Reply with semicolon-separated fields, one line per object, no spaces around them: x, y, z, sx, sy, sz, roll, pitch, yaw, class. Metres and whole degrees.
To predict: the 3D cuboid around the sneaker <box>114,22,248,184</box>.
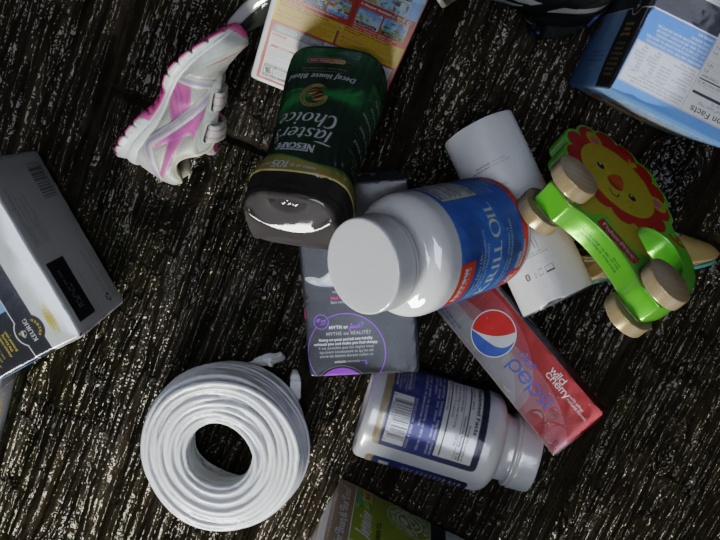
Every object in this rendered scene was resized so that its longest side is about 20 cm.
-0.173;-0.173;0.893;0.088;0.082;0.200;39;118;-11;sneaker

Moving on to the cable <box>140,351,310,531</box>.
-0.157;0.207;0.982;0.196;0.069;0.204;-8;102;6;cable

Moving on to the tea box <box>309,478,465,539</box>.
0.025;0.372;0.938;0.194;0.200;0.135;26;104;-2;tea box

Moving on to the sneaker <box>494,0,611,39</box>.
0.152;-0.273;0.828;0.196;0.112;0.074;8;76;1;sneaker

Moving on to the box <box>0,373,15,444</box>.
-0.525;0.150;1.008;0.197;0.048;0.161;18;104;0;box

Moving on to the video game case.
-0.021;-0.243;0.830;0.141;0.018;0.201;20;141;-7;video game case

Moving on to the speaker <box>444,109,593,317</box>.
0.161;-0.060;0.865;0.080;0.081;0.203;-26;83;10;speaker

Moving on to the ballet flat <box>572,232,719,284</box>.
0.281;-0.021;0.899;0.196;0.069;0.064;-11;97;6;ballet flat

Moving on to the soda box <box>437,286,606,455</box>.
0.171;0.093;0.899;0.070;0.063;0.201;-42;74;12;soda box

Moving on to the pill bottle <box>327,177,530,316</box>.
0.064;-0.021;0.774;0.111;0.198;0.114;12;109;39;pill bottle

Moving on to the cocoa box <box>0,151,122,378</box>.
-0.380;-0.005;0.910;0.130;0.133;0.202;-27;99;10;cocoa box

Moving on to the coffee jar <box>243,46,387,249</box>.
-0.042;-0.117;0.806;0.102;0.086;0.203;7;60;11;coffee jar

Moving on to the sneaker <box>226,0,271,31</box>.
-0.040;-0.270;0.867;0.198;0.071;0.100;-25;112;17;sneaker

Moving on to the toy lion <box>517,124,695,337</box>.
0.256;-0.055;0.828;0.201;0.191;0.069;52;131;11;toy lion

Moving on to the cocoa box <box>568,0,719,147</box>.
0.296;-0.205;0.788;0.132;0.200;0.133;24;104;-2;cocoa box

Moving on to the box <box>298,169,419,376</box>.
0.000;0.000;0.904;0.120;0.106;0.204;-3;102;4;box

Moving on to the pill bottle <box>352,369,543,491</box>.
0.098;0.178;0.934;0.197;0.111;0.113;17;104;0;pill bottle

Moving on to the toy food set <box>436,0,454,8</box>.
0.123;-0.383;0.833;0.199;0.060;0.144;-34;98;11;toy food set
